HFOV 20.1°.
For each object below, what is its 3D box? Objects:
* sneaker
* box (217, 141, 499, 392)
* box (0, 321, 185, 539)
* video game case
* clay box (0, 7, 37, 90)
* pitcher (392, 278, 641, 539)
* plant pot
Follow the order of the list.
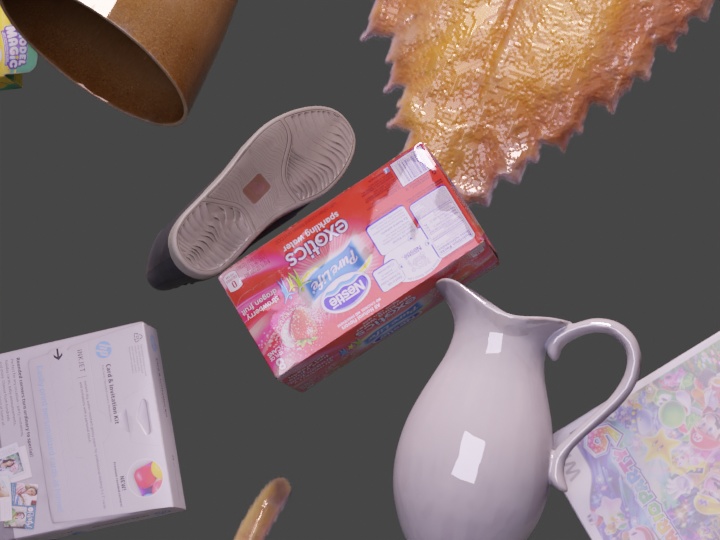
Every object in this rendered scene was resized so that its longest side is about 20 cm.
[{"bbox_3d":[-0.097,-0.061,1.674,0.200,0.106,0.075,-40,98,-26],"label":"sneaker"},{"bbox_3d":[0.000,0.000,1.624,0.199,0.095,0.100,-34,74,4],"label":"box"},{"bbox_3d":[-0.254,0.140,1.683,0.198,0.041,0.157,-14,77,11],"label":"box"},{"bbox_3d":[0.257,0.145,1.581,0.199,0.018,0.144,-32,75,5],"label":"video game case"},{"bbox_3d":[-0.369,-0.210,1.771,0.198,0.048,0.116,-4,78,10],"label":"clay box"},{"bbox_3d":[0.117,0.122,1.556,0.170,0.121,0.202,12,88,19],"label":"pitcher"},{"bbox_3d":[-0.168,-0.254,1.683,0.185,0.187,0.201,28,71,16],"label":"plant pot"}]
